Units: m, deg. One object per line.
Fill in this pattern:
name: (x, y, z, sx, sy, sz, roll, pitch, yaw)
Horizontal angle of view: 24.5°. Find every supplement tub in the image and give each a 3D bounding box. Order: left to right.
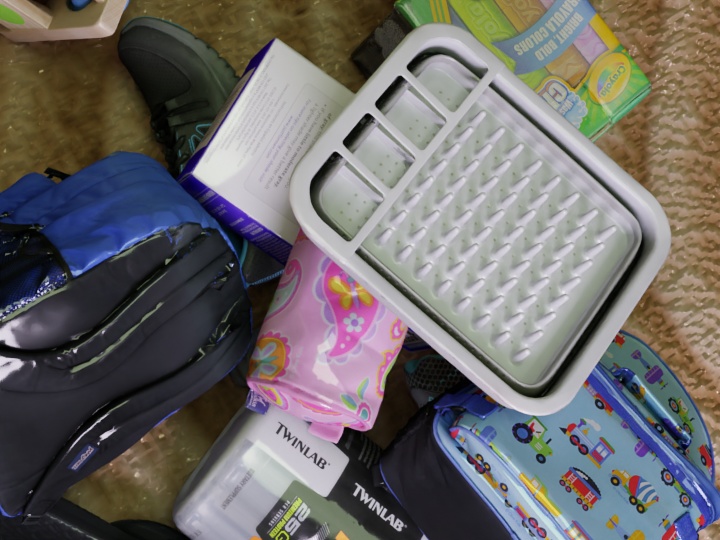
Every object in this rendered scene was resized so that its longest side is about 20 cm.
supplement tub: (-0.012, 0.172, 1.070, 0.199, 0.123, 0.123, 38, 72, -5)

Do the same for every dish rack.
dish rack: (0.066, -0.026, 0.949, 0.200, 0.044, 0.172, 40, 61, -2)

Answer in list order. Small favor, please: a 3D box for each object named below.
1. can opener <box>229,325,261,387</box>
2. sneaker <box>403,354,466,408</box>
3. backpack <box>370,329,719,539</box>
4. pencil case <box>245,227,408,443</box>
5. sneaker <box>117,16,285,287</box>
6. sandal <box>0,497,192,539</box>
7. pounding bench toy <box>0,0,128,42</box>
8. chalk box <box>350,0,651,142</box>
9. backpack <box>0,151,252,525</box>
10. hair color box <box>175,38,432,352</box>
can opener: (-0.011, 0.009, 1.139, 0.199, 0.053, 0.067, -37, 94, -18)
sneaker: (0.107, 0.042, 1.140, 0.091, 0.077, 0.200, 50, 57, -6)
backpack: (0.138, 0.119, 1.016, 0.199, 0.135, 0.183, -31, 78, -36)
pencil case: (0.000, 0.000, 1.006, 0.087, 0.087, 0.202, 22, 77, -10)
sneaker: (-0.105, -0.081, 1.117, 0.082, 0.073, 0.200, -39, 91, -24)
sandal: (-0.139, 0.185, 1.063, 0.199, 0.076, 0.048, 30, 41, -5)
pounding bench toy: (-0.241, -0.235, 1.094, 0.156, 0.199, 0.125, 32, 72, -40)
chalk box: (0.111, -0.121, 1.162, 0.124, 0.124, 0.201, -38, 92, -19)
backpack: (-0.179, 0.017, 1.025, 0.199, 0.163, 0.168, -30, 51, -15)
hair color box: (-0.010, -0.046, 1.083, 0.199, 0.065, 0.110, 35, 74, -11)
